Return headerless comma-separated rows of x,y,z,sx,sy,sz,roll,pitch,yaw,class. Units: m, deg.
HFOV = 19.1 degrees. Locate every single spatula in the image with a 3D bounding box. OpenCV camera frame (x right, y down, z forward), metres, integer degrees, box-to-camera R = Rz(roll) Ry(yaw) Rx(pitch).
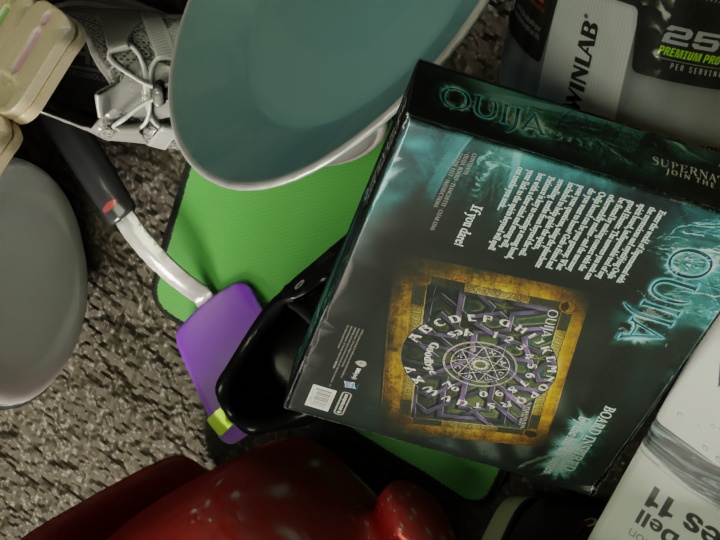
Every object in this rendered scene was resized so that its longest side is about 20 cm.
-0.098,-0.014,1.000,0.056,0.021,0.200,-37,87,31,spatula

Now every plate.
0.000,-0.116,0.827,0.200,0.201,0.026,-27,135,37,plate

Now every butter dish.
-0.020,0.147,0.936,0.148,0.199,0.200,-41,84,22,butter dish

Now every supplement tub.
0.125,-0.140,0.753,0.122,0.122,0.201,23,121,22,supplement tub
-0.243,0.003,1.041,0.199,0.122,0.123,3,112,30,supplement tub

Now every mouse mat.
0.000,0.000,0.962,0.200,0.008,0.161,30,123,17,mouse mat

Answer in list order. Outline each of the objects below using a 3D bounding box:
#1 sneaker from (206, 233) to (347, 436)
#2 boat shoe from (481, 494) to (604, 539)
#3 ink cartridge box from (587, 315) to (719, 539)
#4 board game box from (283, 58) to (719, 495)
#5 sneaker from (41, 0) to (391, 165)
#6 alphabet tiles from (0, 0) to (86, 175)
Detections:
0.012,0.014,0.898,0.072,0.083,0.200,49,119,4,sneaker
0.064,0.184,0.890,0.063,0.202,0.074,0,143,37,boat shoe
0.191,0.074,0.827,0.146,0.083,0.200,33,125,16,ink cartridge box
0.057,0.011,0.794,0.135,0.028,0.200,17,144,-5,board game box
-0.078,-0.075,0.923,0.200,0.082,0.075,7,111,33,sneaker
-0.186,-0.092,0.945,0.196,0.015,0.200,-58,36,3,alphabet tiles
